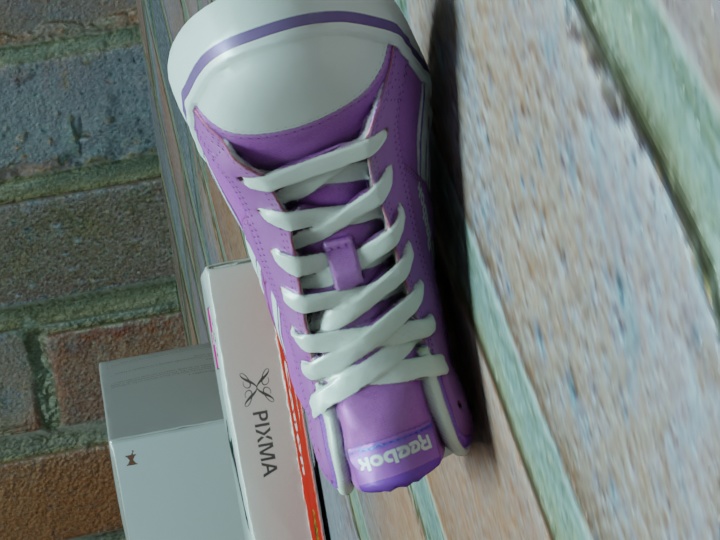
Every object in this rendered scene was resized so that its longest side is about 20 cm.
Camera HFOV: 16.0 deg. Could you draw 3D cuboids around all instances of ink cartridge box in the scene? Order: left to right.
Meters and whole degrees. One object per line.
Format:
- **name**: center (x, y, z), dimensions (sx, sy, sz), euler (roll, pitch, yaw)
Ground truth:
- **ink cartridge box**: center (-0.058, 0.092, 1.546), dimensions (0.174, 0.043, 0.202), euler (147, 113, -85)

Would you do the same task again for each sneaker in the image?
- **sneaker**: center (0.001, 0.000, 0.755), dimensions (0.201, 0.072, 0.115), euler (69, -177, -63)

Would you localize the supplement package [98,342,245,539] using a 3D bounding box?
- **supplement package**: center (-0.125, 0.139, 1.897), dimensions (0.200, 0.116, 0.118), euler (-119, 20, -74)
